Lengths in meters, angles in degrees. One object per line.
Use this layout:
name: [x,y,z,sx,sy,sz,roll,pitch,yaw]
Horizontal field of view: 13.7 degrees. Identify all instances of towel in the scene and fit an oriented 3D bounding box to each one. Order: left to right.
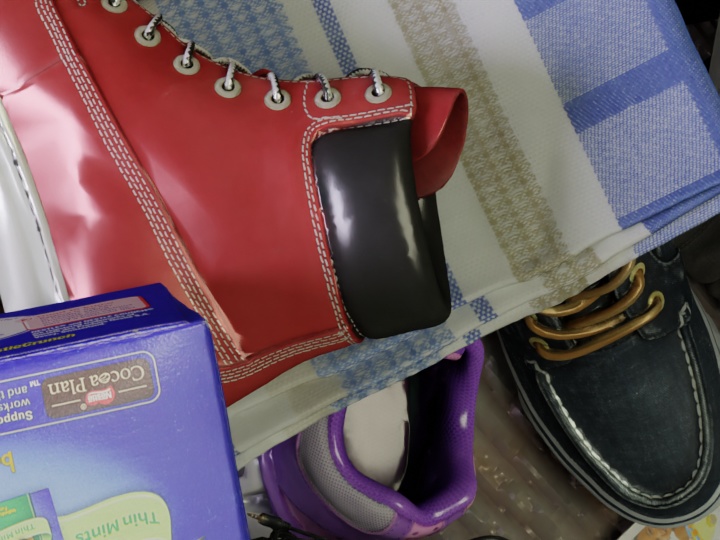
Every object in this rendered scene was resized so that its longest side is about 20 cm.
towel: [0.004,-0.040,0.896,0.200,0.024,0.147,-28,76,12]

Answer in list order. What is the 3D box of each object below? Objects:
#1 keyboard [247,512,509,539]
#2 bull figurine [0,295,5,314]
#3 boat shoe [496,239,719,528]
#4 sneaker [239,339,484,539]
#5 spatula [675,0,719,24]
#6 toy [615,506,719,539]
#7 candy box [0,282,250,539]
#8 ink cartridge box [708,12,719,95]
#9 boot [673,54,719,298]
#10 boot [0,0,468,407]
keyboard: [-0.030,0.114,0.921,0.200,0.104,0.040,7,55,-28]
bull figurine: [-0.195,0.008,0.851,0.200,0.065,0.122,-14,98,-27]
boat shoe: [0.068,0.002,0.968,0.071,0.091,0.201,-23,99,7]
sneaker: [0.000,0.000,0.943,0.080,0.088,0.201,-8,94,-26]
spatula: [0.178,-0.105,1.071,0.200,0.021,0.057,-9,121,-24]
toy: [0.114,0.149,1.030,0.200,0.047,0.115,-43,108,-21]
candy box: [-0.110,0.119,0.805,0.169,0.077,0.200,-11,100,-11]
ink cartridge box: [0.235,-0.072,0.940,0.200,0.147,0.146,-5,124,-19]
boot: [0.191,-0.051,1.053,0.132,0.070,0.200,47,72,-20]
boot: [-0.050,-0.062,0.870,0.144,0.072,0.200,-23,83,11]
